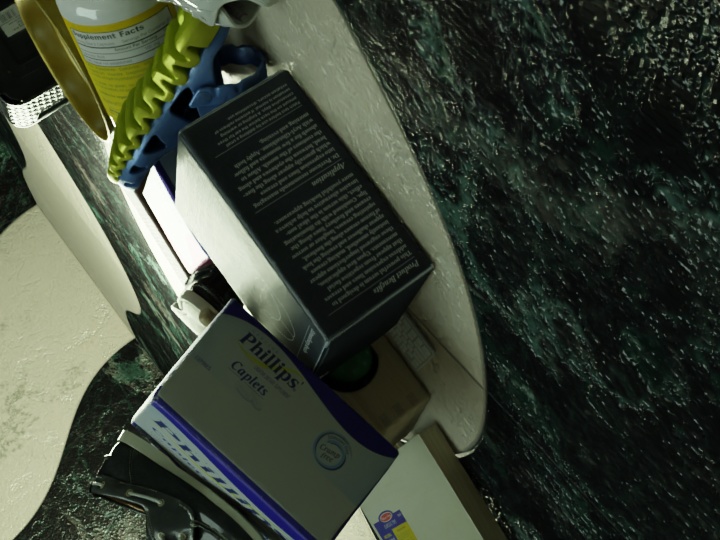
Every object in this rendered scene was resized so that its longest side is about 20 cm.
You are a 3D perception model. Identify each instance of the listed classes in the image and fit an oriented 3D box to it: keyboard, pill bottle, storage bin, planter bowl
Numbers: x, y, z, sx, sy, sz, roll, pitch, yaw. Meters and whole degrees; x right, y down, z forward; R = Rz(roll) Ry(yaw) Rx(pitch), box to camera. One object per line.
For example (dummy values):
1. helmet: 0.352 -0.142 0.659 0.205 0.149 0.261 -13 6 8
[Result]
1. keyboard: 0.000 0.000 0.999 0.201 0.011 0.056 54 164 8
2. pill bottle: -0.195 -0.217 0.971 0.111 0.111 0.201 41 158 41
3. storage bin: -0.462 -0.314 1.517 0.201 0.134 0.094 55 164 2
4. planter bowl: -0.303 -0.252 1.267 0.201 0.083 0.201 50 162 22

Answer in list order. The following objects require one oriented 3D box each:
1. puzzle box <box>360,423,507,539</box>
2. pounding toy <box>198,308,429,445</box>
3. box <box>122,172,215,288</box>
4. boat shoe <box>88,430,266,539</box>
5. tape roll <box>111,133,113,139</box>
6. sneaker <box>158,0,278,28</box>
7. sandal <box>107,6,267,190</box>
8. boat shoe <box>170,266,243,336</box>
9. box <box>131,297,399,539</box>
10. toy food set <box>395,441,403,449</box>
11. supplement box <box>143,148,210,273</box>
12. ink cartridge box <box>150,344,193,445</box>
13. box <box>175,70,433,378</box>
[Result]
1. puzzle box: 0.063 0.246 1.153 0.134 0.025 0.200 58 149 10
2. pounding toy: -0.048 0.105 1.103 0.185 0.141 0.200 52 163 13
3. box: -0.182 -0.051 1.271 0.202 0.100 0.075 61 163 -15
4. boat shoe: -0.149 0.213 0.962 0.199 0.068 0.072 27 156 28
5. tape roll: -0.253 -0.140 1.403 0.201 0.048 0.201 50 162 22
6. sneaker: -0.131 -0.211 0.812 0.199 0.075 0.100 6 136 51
7. sandal: -0.144 -0.133 0.925 0.200 0.086 0.080 -45 34 38
8. boat shoe: -0.151 0.031 1.164 0.074 0.066 0.199 38 166 3
9. box: -0.089 0.140 0.952 0.184 0.105 0.200 42 159 -3
10. toy food set: 0.041 0.258 1.286 0.200 0.060 0.144 43 159 41
11. supplement box: -0.142 -0.070 1.098 0.102 0.103 0.200 59 165 -4
12. ink cartridge box: -0.142 0.187 1.299 0.198 0.202 0.041 12 -160 -42
13. box: -0.053 -0.029 0.912 0.201 0.106 0.149 54 160 9
